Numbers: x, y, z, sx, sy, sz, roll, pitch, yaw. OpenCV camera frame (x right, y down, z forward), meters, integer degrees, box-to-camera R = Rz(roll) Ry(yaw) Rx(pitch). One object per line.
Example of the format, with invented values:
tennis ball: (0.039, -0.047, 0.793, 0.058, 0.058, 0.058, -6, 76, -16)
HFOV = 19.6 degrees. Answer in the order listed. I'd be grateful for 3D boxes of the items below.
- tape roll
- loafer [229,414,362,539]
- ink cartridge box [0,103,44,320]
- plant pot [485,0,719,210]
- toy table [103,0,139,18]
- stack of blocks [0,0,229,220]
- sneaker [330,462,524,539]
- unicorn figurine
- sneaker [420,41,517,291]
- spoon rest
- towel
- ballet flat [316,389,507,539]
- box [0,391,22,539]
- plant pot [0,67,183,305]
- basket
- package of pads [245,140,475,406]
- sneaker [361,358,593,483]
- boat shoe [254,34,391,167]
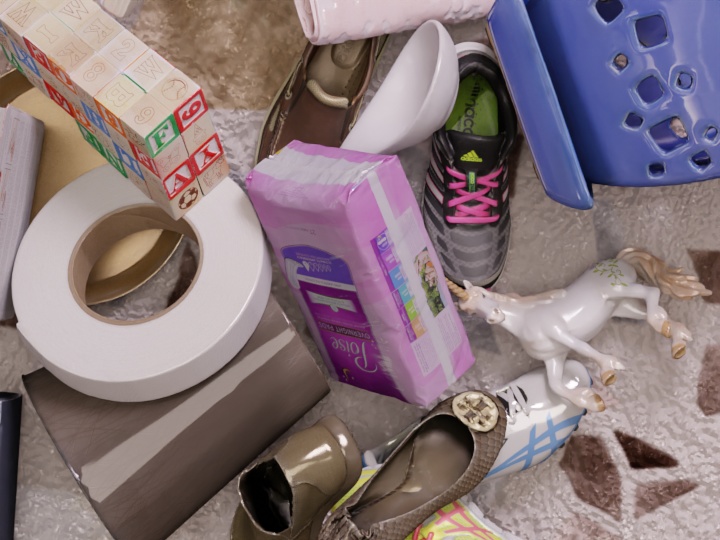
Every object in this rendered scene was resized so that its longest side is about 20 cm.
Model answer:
tape roll: (-0.168, 0.004, 1.591, 0.201, 0.037, 0.204, -5, 59, 8)
loafer: (-0.065, 0.177, 1.600, 0.067, 0.200, 0.076, -13, 59, -33)
ink cartridge box: (-0.282, -0.043, 1.560, 0.050, 0.200, 0.162, 10, 90, 1)
plant pot: (0.201, -0.156, 1.580, 0.179, 0.200, 0.201, -19, 98, 8)
toy table: (-0.140, -0.287, 1.607, 0.199, 0.117, 0.185, 19, 109, 9)
stack of blocks: (-0.195, -0.141, 1.590, 0.059, 0.115, 0.200, -43, 63, -15)
sneaker: (0.062, 0.215, 1.583, 0.199, 0.090, 0.079, 27, 113, 7)
unicorn figurine: (0.166, 0.039, 1.630, 0.199, 0.074, 0.137, -21, 51, -32)
sneaker: (0.086, -0.081, 1.638, 0.073, 0.087, 0.202, 2, 91, 0)
spoon rest: (0.021, -0.102, 1.610, 0.060, 0.100, 0.201, 14, 120, -17)
towel: (0.020, -0.279, 1.611, 0.199, 0.032, 0.192, -14, 91, -36)
ballet flat: (0.040, 0.154, 1.563, 0.067, 0.046, 0.200, 37, 61, 24)
box: (-0.372, 0.165, 1.636, 0.198, 0.104, 0.149, 5, 90, 0)
plant pot: (-0.229, -0.072, 1.672, 0.198, 0.027, 0.202, 0, 90, 1)
basket: (-0.134, 0.102, 1.620, 0.199, 0.136, 0.181, -32, 63, -4)
package of pads: (0.000, 0.000, 1.583, 0.076, 0.120, 0.201, -41, 124, -29)
sneaker: (0.093, 0.127, 1.641, 0.199, 0.073, 0.072, -30, 54, 2)
boat shoe: (-0.033, -0.134, 1.645, 0.074, 0.075, 0.204, 20, 91, 0)
